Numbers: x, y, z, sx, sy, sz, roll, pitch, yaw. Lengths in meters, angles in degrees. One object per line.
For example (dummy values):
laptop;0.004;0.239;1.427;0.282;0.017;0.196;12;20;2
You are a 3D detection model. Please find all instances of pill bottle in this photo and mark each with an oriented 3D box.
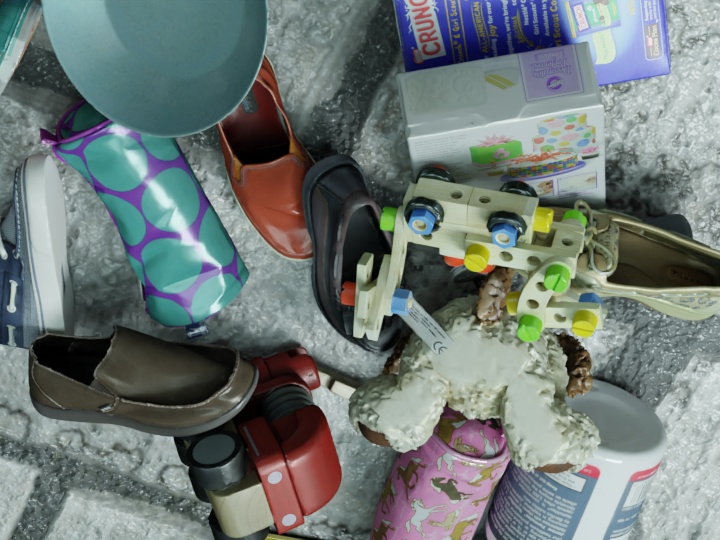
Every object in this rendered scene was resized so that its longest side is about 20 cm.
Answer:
pill bottle;0.173;0.202;1.806;0.119;0.120;0.200;14;119;-10

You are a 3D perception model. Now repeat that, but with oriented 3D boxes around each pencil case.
pencil case;0.067;0.193;1.798;0.086;0.083;0.200;-14;139;-32
pencil case;-0.166;-0.047;1.668;0.092;0.085;0.200;-25;118;2

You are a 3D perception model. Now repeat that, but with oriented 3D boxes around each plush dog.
plush dog;0.099;0.069;1.702;0.200;0.172;0.161;7;95;6

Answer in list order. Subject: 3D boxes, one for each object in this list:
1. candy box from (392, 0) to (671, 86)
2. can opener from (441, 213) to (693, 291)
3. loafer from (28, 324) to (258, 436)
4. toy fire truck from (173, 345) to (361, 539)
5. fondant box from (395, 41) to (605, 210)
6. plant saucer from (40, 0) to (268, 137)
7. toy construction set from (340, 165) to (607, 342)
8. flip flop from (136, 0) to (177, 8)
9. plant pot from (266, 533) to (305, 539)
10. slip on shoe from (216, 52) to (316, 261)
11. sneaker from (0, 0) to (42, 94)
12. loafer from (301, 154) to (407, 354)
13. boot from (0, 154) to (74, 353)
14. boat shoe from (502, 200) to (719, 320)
candy box;0.122;-0.219;1.586;0.200;0.077;0.169;-9;121;2
can opener;0.164;-0.026;1.711;0.200;0.067;0.053;-11;164;-8
loafer;-0.179;0.083;1.668;0.200;0.073;0.071;-2;137;18
toy fire truck;-0.048;0.130;1.736;0.200;0.176;0.129;-21;126;-8
fondant box;0.110;-0.093;1.608;0.144;0.058;0.200;-10;158;3
plant saucer;-0.145;-0.199;1.556;0.201;0.039;0.201;9;110;26
toy construction set;0.085;-0.005;1.563;0.200;0.092;0.131;0;135;2
flip flop;-0.094;-0.259;1.566;0.200;0.058;0.081;-32;85;31
plant pot;-0.022;0.377;1.866;0.200;0.200;0.177;10;130;-8
slip on shoe;-0.074;-0.087;1.663;0.074;0.061;0.200;-16;121;4
sneaker;-0.317;-0.143;1.607;0.080;0.071;0.200;34;122;-15
loafer;0.000;0.000;1.691;0.072;0.063;0.200;-27;133;-13
boot;-0.280;-0.009;1.679;0.090;0.073;0.200;2;132;1
boat shoe;0.206;-0.013;1.641;0.200;0.073;0.063;11;159;-21
